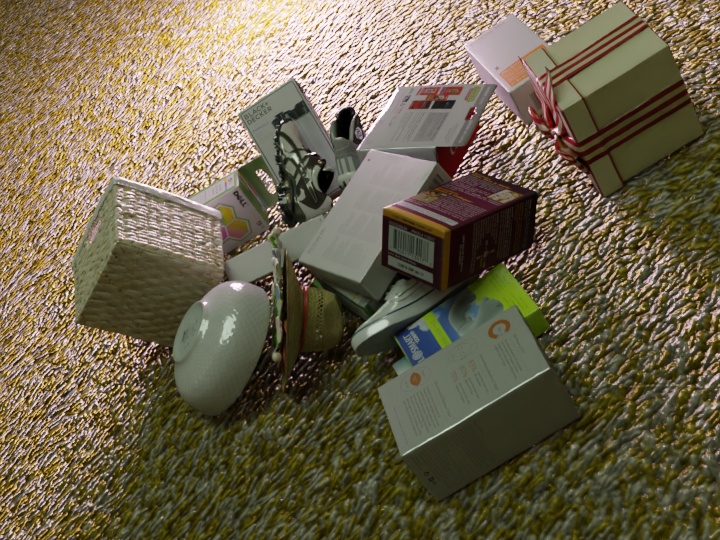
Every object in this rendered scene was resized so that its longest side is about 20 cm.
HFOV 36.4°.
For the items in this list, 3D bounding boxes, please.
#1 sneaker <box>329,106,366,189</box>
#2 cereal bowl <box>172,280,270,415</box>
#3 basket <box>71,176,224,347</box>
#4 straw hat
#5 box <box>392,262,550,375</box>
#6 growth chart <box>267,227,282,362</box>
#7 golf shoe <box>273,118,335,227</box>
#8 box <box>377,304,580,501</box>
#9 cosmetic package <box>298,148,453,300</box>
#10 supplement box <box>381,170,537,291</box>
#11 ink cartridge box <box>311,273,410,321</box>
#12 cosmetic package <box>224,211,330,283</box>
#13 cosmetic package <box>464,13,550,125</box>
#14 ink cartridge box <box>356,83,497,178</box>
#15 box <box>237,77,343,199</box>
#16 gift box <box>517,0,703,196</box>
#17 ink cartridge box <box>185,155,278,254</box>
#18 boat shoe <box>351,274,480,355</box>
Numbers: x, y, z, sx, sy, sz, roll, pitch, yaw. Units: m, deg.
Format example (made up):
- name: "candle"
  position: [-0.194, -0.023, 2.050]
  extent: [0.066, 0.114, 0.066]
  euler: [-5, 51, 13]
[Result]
- name: "sneaker"
  position: [0.003, -0.211, 1.750]
  extent: [0.074, 0.117, 0.200]
  euler: [-12, 16, 19]
- name: "cereal bowl"
  position: [-0.216, 0.104, 1.596]
  extent: [0.200, 0.083, 0.202]
  euler: [-43, 33, 38]
- name: "basket"
  position: [-0.336, -0.006, 1.743]
  extent: [0.199, 0.198, 0.162]
  euler: [-55, 32, 31]
- name: "straw hat"
  position: [-0.067, 0.069, 1.540]
  extent: [0.084, 0.203, 0.202]
  euler: [2, 40, -6]
- name: "box"
  position: [0.133, 0.087, 1.419]
  extent: [0.199, 0.048, 0.122]
  euler: [-35, 35, 2]
- name: "growth chart"
  position: [-0.123, 0.035, 1.584]
  extent: [0.017, 0.145, 0.203]
  euler: [1, 81, -8]
- name: "golf shoe"
  position: [-0.086, -0.158, 1.719]
  extent: [0.093, 0.078, 0.202]
  euler: [-10, 58, 4]
- name: "box"
  position: [0.137, 0.156, 1.296]
  extent: [0.199, 0.098, 0.125]
  euler: [-32, 36, 8]
- name: "cosmetic package"
  position: [0.020, -0.068, 1.530]
  extent: [0.150, 0.052, 0.201]
  euler: [20, 73, 49]
- name: "supplement box"
  position: [0.132, -0.056, 1.455]
  extent: [0.110, 0.087, 0.199]
  euler: [24, 34, 38]
- name: "ink cartridge box"
  position: [0.000, 0.000, 1.600]
  extent: [0.104, 0.059, 0.200]
  euler: [-45, 37, -10]
- name: "cosmetic package"
  position: [-0.112, -0.033, 1.709]
  extent: [0.198, 0.051, 0.082]
  euler: [-24, -1, 27]
- name: "cosmetic package"
  position: [0.254, -0.325, 1.753]
  extent: [0.101, 0.071, 0.201]
  euler: [-34, 35, 4]
- name: "ink cartridge box"
  position: [0.112, -0.204, 1.683]
  extent: [0.174, 0.085, 0.201]
  euler: [1, 37, 25]
- name: "box"
  position: [-0.104, -0.201, 1.813]
  extent: [0.116, 0.201, 0.060]
  euler: [-30, -4, 7]
- name: "gift box"
  position: [0.327, -0.244, 1.502]
  extent: [0.186, 0.201, 0.185]
  euler: [-32, 31, 8]
- name: "ink cartridge box"
  position: [-0.222, -0.100, 1.873]
  extent: [0.199, 0.104, 0.060]
  euler: [-29, 36, 10]
- name: "boat shoe"
  position: [0.066, 0.044, 1.486]
  extent: [0.199, 0.074, 0.066]
  euler: [-29, 62, -12]
